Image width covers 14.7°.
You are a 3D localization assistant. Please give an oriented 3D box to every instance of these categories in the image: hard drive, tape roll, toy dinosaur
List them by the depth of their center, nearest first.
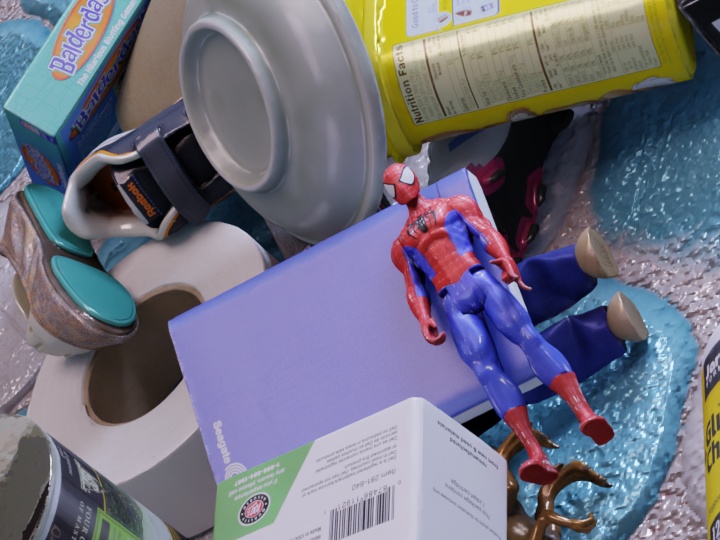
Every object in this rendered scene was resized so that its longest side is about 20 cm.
[{"bbox_3d":[0.074,0.137,1.516,0.107,0.060,0.200,-56,36,-7],"label":"toy dinosaur"},{"bbox_3d":[-0.004,0.045,1.569,0.199,0.025,0.133,-27,64,16],"label":"hard drive"},{"bbox_3d":[-0.117,0.071,1.770,0.202,0.071,0.203,-28,41,27],"label":"tape roll"}]

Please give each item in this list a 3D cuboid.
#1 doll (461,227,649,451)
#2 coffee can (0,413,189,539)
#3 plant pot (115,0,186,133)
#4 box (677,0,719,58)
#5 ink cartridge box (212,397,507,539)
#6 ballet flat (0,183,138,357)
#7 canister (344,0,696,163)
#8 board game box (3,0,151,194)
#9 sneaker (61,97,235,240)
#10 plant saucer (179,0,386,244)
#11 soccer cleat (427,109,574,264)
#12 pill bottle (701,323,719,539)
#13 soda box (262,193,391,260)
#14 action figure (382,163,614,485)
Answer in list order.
[{"bbox_3d":[0.058,0.047,1.582,0.199,0.048,0.137,-28,81,14],"label":"doll"},{"bbox_3d":[-0.164,0.195,1.595,0.146,0.200,0.147,-28,41,27],"label":"coffee can"},{"bbox_3d":[-0.070,-0.155,1.860,0.200,0.187,0.188,-48,33,25],"label":"plant pot"},{"bbox_3d":[0.281,-0.224,1.607,0.199,0.086,0.164,-28,41,26],"label":"box"},{"bbox_3d":[-0.003,0.187,1.432,0.144,0.084,0.201,-25,45,32],"label":"ink cartridge box"},{"bbox_3d":[-0.192,0.015,1.800,0.068,0.068,0.200,-61,27,16],"label":"ballet flat"},{"bbox_3d":[0.093,-0.153,1.655,0.199,0.087,0.149,-13,45,15],"label":"canister"},{"bbox_3d":[-0.180,-0.133,1.939,0.153,0.045,0.200,-58,-8,-14],"label":"board game box"},{"bbox_3d":[-0.107,-0.071,1.784,0.199,0.079,0.079,-28,15,31],"label":"sneaker"},{"bbox_3d":[-0.060,-0.103,1.647,0.050,0.201,0.200,-22,25,-29],"label":"plant saucer"},{"bbox_3d":[0.071,-0.056,1.697,0.086,0.070,0.201,-9,45,46],"label":"soccer cleat"},{"bbox_3d":[0.224,0.079,1.367,0.112,0.112,0.201,-25,42,29],"label":"pill bottle"},{"bbox_3d":[0.000,0.000,1.710,0.063,0.071,0.200,-40,37,9],"label":"soda box"},{"bbox_3d":[0.063,0.019,1.504,0.065,0.052,0.201,-39,59,13],"label":"action figure"}]
